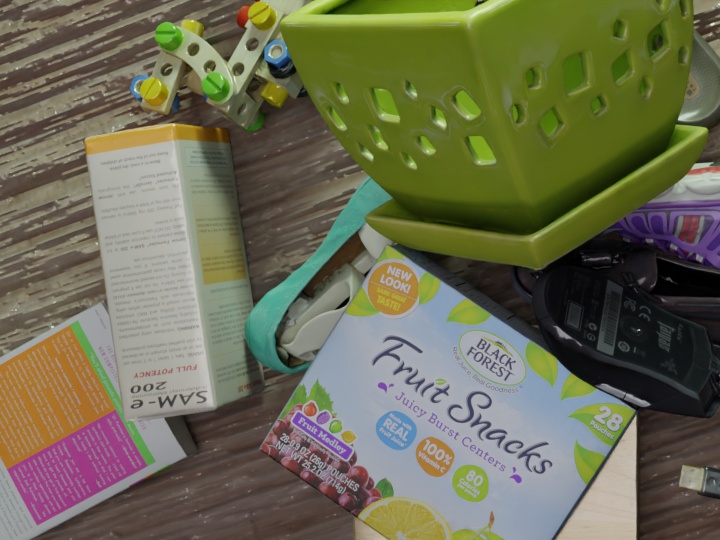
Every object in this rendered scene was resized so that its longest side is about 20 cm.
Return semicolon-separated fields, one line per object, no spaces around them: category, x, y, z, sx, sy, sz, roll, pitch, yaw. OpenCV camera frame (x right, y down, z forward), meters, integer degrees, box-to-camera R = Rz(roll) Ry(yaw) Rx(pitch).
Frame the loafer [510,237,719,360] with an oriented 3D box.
loafer;0.202;0.008;1.279;0.199;0.072;0.063;15;130;-6

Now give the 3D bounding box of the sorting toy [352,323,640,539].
sorting toy;0.099;0.135;1.347;0.199;0.070;0.200;1;93;14

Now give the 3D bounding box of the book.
book;-0.238;0.124;1.446;0.199;0.048;0.134;-28;87;16

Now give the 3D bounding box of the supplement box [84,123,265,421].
supplement box;-0.131;0.000;1.370;0.073;0.126;0.201;-8;90;14

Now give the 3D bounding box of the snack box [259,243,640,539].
snack box;0.061;0.104;1.284;0.200;0.068;0.169;34;99;9

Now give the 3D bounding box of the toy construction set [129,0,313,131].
toy construction set;-0.080;-0.188;1.371;0.131;0.092;0.201;27;98;28

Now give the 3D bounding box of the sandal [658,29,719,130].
sandal;0.175;-0.172;1.320;0.082;0.055;0.200;-44;82;12

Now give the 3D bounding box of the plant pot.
plant pot;0.097;-0.115;1.234;0.199;0.200;0.182;10;124;52

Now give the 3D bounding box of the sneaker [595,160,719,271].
sneaker;0.224;-0.030;1.306;0.199;0.081;0.084;-3;104;18

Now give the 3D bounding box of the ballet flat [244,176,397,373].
ballet flat;0.000;0.000;1.358;0.200;0.067;0.070;-47;38;10

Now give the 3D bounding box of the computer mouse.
computer mouse;0.190;0.083;1.212;0.199;0.141;0.046;21;136;-12
